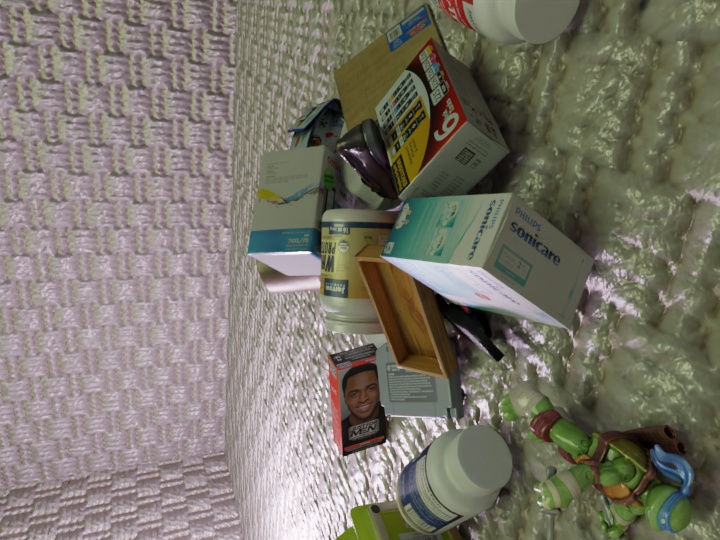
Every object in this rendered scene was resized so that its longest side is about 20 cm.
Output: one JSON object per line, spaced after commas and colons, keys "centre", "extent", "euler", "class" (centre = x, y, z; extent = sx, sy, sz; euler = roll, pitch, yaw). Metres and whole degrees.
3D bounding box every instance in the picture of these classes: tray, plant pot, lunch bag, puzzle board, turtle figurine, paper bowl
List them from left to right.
{"centre": [-0.137, -0.033, 1.261], "extent": [0.200, 0.170, 0.206], "euler": [-16, -90, -84], "class": "plant pot"}
{"centre": [-0.102, -0.290, 1.322], "extent": [0.169, 0.121, 0.206], "euler": [21, 98, 66], "class": "lunch bag"}
{"centre": [0.026, -0.210, 1.023], "extent": [0.200, 0.101, 0.207], "euler": [176, 90, -68], "class": "paper bowl"}
{"centre": [0.048, -0.324, 0.936], "extent": [0.197, 0.017, 0.154], "euler": [-28, 59, 26], "class": "puzzle board"}
{"centre": [0.068, 0.474, 0.878], "extent": [0.200, 0.195, 0.185], "euler": [57, 135, 52], "class": "plant pot"}
{"centre": [0.068, 0.059, 0.822], "extent": [0.097, 0.037, 0.204], "euler": [5, 127, 43], "class": "tray"}
{"centre": [0.208, 0.217, 0.561], "extent": [0.194, 0.140, 0.206], "euler": [-131, 47, -62], "class": "turtle figurine"}

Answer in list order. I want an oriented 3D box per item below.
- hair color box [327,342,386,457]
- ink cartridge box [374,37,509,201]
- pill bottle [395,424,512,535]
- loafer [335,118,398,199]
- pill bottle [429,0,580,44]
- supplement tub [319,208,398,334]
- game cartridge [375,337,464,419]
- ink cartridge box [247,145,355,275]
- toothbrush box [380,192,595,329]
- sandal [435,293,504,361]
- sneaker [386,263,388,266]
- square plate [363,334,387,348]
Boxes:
{"centre": [-0.005, 0.254, 1.115], "extent": [0.061, 0.099, 0.205], "euler": [-135, 38, -58], "class": "hair color box"}
{"centre": [0.089, -0.179, 0.781], "extent": [0.176, 0.082, 0.203], "euler": [-46, 38, 32], "class": "ink cartridge box"}
{"centre": [0.130, 0.293, 0.803], "extent": [0.201, 0.108, 0.113], "euler": [118, 143, -51], "class": "pill bottle"}
{"centre": [0.017, -0.159, 0.857], "extent": [0.200, 0.061, 0.074], "euler": [45, -150, -67], "class": "loafer"}
{"centre": [0.160, -0.333, 0.660], "extent": [0.201, 0.109, 0.115], "euler": [-121, 35, -50], "class": "pill bottle"}
{"centre": [0.000, 0.000, 0.985], "extent": [0.144, 0.140, 0.207], "euler": [-172, 83, -67], "class": "supplement tub"}
{"centre": [0.094, 0.173, 0.944], "extent": [0.198, 0.040, 0.138], "euler": [-18, 78, 57], "class": "game cartridge"}
{"centre": [-0.106, -0.109, 1.088], "extent": [0.142, 0.146, 0.206], "euler": [-1, 75, 26], "class": "ink cartridge box"}
{"centre": [0.139, -0.015, 0.657], "extent": [0.198, 0.145, 0.087], "euler": [9, 71, 60], "class": "toothbrush box"}
{"centre": [0.154, 0.068, 0.783], "extent": [0.045, 0.075, 0.200], "euler": [-47, 15, 0], "class": "sandal"}
{"centre": [0.088, 0.006, 0.891], "extent": [0.202, 0.077, 0.097], "euler": [83, -157, -51], "class": "sneaker"}
{"centre": [0.048, 0.064, 1.092], "extent": [0.198, 0.028, 0.206], "euler": [-133, 45, -58], "class": "square plate"}
